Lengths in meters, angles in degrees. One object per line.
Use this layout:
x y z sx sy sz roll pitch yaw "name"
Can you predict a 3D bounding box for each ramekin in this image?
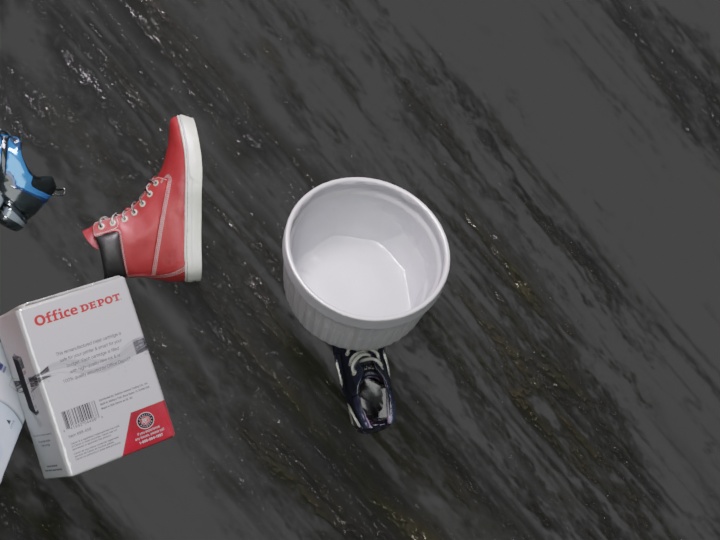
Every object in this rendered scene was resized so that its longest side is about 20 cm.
0.000 0.000 1.698 0.198 0.105 0.202 6 57 -9 "ramekin"

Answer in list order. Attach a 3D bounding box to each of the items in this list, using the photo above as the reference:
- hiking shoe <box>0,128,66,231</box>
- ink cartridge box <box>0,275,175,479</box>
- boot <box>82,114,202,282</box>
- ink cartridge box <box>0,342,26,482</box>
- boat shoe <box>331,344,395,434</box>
-0.445 -0.144 1.688 0.087 0.074 0.201 -42 105 -15 "hiking shoe"
-0.322 0.123 1.662 0.143 0.083 0.202 -18 92 -36 "ink cartridge box"
-0.261 -0.087 1.711 0.143 0.072 0.202 1 92 -7 "boot"
-0.462 0.131 1.600 0.200 0.047 0.161 49 39 -35 "ink cartridge box"
0.005 0.101 1.734 0.074 0.093 0.202 -14 90 -9 "boat shoe"
